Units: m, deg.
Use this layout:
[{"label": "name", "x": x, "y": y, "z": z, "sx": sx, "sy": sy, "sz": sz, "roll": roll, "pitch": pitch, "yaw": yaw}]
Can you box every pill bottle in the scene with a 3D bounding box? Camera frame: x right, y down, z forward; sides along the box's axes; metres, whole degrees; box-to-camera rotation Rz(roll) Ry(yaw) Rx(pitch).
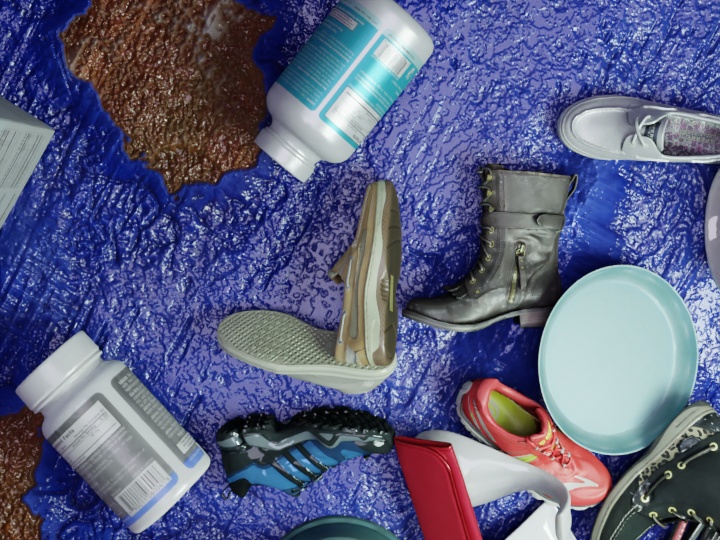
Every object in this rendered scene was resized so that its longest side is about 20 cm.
[{"label": "pill bottle", "x": -0.265, "y": 0.169, "z": 1.249, "sx": 0.114, "sy": 0.114, "sz": 0.200, "roll": -42, "pitch": 93, "yaw": 3}, {"label": "pill bottle", "x": -0.023, "y": -0.191, "z": 1.222, "sx": 0.111, "sy": 0.111, "sz": 0.201, "roll": 40, "pitch": 93, "yaw": -3}]

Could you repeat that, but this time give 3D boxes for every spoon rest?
[{"label": "spoon rest", "x": 0.139, "y": 0.226, "z": 1.246, "sx": 0.198, "sy": 0.061, "sz": 0.100, "roll": 16, "pitch": 128, "yaw": 32}]

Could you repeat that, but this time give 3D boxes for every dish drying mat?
[{"label": "dish drying mat", "x": 0.091, "y": 0.268, "z": 1.257, "sx": 0.076, "sy": 0.018, "sz": 0.202, "roll": 2, "pitch": 120, "yaw": 39}]

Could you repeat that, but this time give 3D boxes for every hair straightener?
[{"label": "hair straightener", "x": 0.387, "y": 0.277, "z": 1.288, "sx": 0.076, "sy": 0.041, "sz": 0.202, "roll": 23, "pitch": 89, "yaw": -2}]

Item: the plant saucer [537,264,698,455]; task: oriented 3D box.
[{"label": "plant saucer", "x": 0.273, "y": 0.095, "z": 1.258, "sx": 0.198, "sy": 0.027, "sz": 0.203, "roll": -1, "pitch": 93, "yaw": -20}]

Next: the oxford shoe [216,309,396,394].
[{"label": "oxford shoe", "x": -0.060, "y": 0.092, "z": 1.270, "sx": 0.197, "sy": 0.058, "sz": 0.076, "roll": 11, "pitch": 53, "yaw": 0}]

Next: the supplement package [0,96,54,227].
[{"label": "supplement package", "x": -0.433, "y": -0.122, "z": 1.184, "sx": 0.151, "sy": 0.200, "sz": 0.152, "roll": 31, "pitch": 94, "yaw": -2}]

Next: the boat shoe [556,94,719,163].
[{"label": "boat shoe", "x": 0.310, "y": -0.144, "z": 1.245, "sx": 0.197, "sy": 0.069, "sz": 0.073, "roll": 12, "pitch": 94, "yaw": -1}]

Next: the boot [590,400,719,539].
[{"label": "boot", "x": 0.349, "y": 0.258, "z": 1.230, "sx": 0.204, "sy": 0.073, "sz": 0.154, "roll": -53, "pitch": 51, "yaw": 7}]

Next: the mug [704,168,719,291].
[{"label": "mug", "x": 0.463, "y": -0.046, "z": 1.204, "sx": 0.151, "sy": 0.187, "sz": 0.152, "roll": 0, "pitch": 80, "yaw": -8}]

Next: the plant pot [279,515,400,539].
[{"label": "plant pot", "x": -0.022, "y": 0.383, "z": 1.223, "sx": 0.197, "sy": 0.196, "sz": 0.203, "roll": 0, "pitch": 95, "yaw": -1}]

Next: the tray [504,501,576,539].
[{"label": "tray", "x": 0.223, "y": 0.365, "z": 1.291, "sx": 0.107, "sy": 0.022, "sz": 0.201, "roll": -34, "pitch": 94, "yaw": -27}]

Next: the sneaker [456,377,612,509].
[{"label": "sneaker", "x": 0.189, "y": 0.186, "z": 1.253, "sx": 0.199, "sy": 0.085, "sz": 0.077, "roll": 35, "pitch": 69, "yaw": -3}]

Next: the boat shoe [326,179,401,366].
[{"label": "boat shoe", "x": 0.000, "y": 0.000, "z": 1.243, "sx": 0.075, "sy": 0.072, "sz": 0.203, "roll": -1, "pitch": 71, "yaw": 17}]

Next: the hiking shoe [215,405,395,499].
[{"label": "hiking shoe", "x": -0.057, "y": 0.200, "z": 1.278, "sx": 0.197, "sy": 0.074, "sz": 0.088, "roll": -4, "pitch": 102, "yaw": 10}]

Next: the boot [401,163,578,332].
[{"label": "boot", "x": 0.138, "y": -0.026, "z": 1.260, "sx": 0.197, "sy": 0.069, "sz": 0.177, "roll": -3, "pitch": 94, "yaw": -10}]
